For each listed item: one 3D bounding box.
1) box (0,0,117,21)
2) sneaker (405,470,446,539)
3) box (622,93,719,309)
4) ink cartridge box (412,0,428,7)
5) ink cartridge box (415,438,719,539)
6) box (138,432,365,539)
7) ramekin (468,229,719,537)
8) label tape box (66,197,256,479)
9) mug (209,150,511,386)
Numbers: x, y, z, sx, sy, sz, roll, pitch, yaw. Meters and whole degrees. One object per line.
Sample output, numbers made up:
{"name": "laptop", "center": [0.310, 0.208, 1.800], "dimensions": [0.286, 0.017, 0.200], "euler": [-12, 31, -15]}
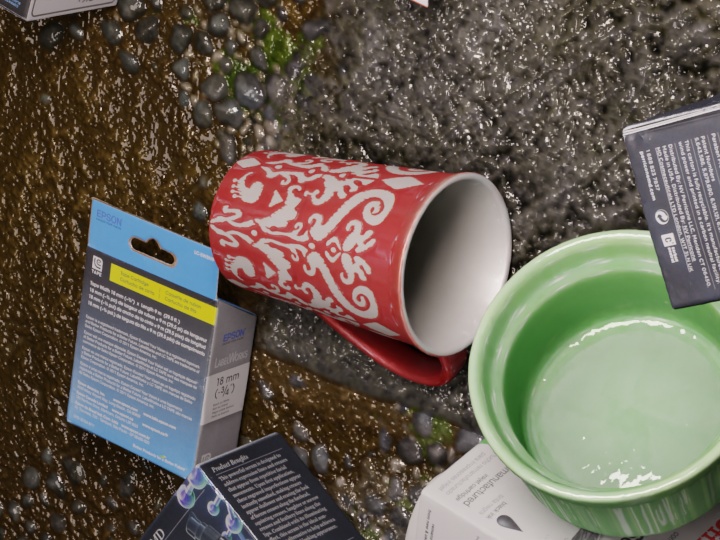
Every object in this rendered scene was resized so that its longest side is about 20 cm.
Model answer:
{"name": "box", "center": [-0.223, -0.303, 1.876], "dimensions": [0.060, 0.116, 0.201], "euler": [31, 116, 24]}
{"name": "sneaker", "center": [0.099, 0.250, 1.789], "dimensions": [0.118, 0.074, 0.201], "euler": [16, 120, 40]}
{"name": "box", "center": [0.304, -0.069, 1.481], "dimensions": [0.196, 0.200, 0.125], "euler": [-15, 94, 38]}
{"name": "ink cartridge box", "center": [0.044, -0.303, 1.717], "dimensions": [0.109, 0.050, 0.201], "euler": [28, 117, 28]}
{"name": "ink cartridge box", "center": [0.159, 0.195, 1.679], "dimensions": [0.200, 0.146, 0.084], "euler": [28, 133, 28]}
{"name": "box", "center": [-0.073, 0.258, 1.901], "dimensions": [0.200, 0.107, 0.149], "euler": [50, 125, 18]}
{"name": "ramekin", "center": [0.180, 0.082, 1.621], "dimensions": [0.199, 0.098, 0.201], "euler": [-7, 61, 13]}
{"name": "label tape box", "center": [-0.159, 0.051, 1.943], "dimensions": [0.144, 0.063, 0.201], "euler": [22, 113, 31]}
{"name": "mug", "center": [-0.007, -0.001, 1.779], "dimensions": [0.199, 0.133, 0.178], "euler": [14, 107, 37]}
